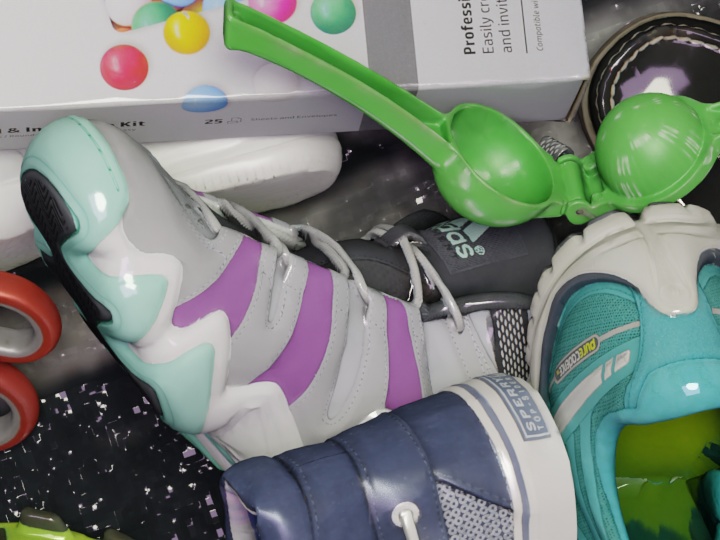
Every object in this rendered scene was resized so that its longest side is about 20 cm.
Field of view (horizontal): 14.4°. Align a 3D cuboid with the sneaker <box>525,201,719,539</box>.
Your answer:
[{"bbox_3d":[0.077,0.076,0.787,0.077,0.080,0.200,-10,132,-5],"label":"sneaker"}]

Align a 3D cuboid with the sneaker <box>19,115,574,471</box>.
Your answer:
[{"bbox_3d":[0.000,0.000,0.795,0.140,0.078,0.200,-38,133,-6],"label":"sneaker"}]

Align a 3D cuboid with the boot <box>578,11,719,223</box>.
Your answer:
[{"bbox_3d":[0.149,-0.001,0.783,0.200,0.151,0.073,44,91,-1],"label":"boot"}]

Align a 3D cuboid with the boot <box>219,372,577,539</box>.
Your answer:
[{"bbox_3d":[0.008,0.125,0.792,0.090,0.073,0.201,-14,119,-20],"label":"boot"}]

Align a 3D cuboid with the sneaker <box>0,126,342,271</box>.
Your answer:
[{"bbox_3d":[-0.110,-0.048,0.827,0.199,0.075,0.089,-11,81,-7],"label":"sneaker"}]

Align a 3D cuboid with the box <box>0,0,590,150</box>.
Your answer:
[{"bbox_3d":[-0.044,-0.114,0.800,0.199,0.041,0.157,-3,73,-5],"label":"box"}]

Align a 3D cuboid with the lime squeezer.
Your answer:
[{"bbox_3d":[0.061,-0.045,0.758,0.199,0.038,0.071,0,120,-7],"label":"lime squeezer"}]

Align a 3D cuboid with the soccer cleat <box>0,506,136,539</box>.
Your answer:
[{"bbox_3d":[-0.145,0.123,0.840,0.199,0.065,0.084,-8,122,-4],"label":"soccer cleat"}]

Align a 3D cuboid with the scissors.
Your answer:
[{"bbox_3d":[-0.186,0.021,0.831,0.199,0.014,0.073,5,137,1],"label":"scissors"}]
